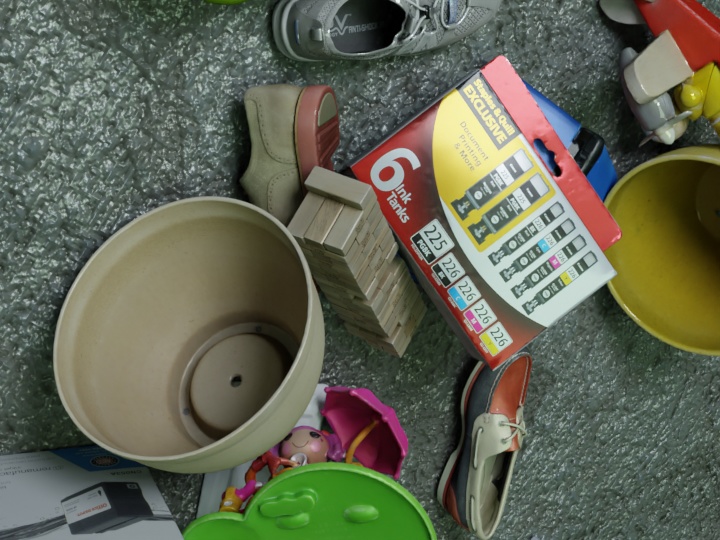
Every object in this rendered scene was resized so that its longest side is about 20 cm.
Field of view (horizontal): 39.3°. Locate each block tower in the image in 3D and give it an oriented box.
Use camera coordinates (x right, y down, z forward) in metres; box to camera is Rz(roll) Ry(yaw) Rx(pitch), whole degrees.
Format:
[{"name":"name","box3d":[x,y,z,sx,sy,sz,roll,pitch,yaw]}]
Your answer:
[{"name":"block tower","box3d":[0.000,0.000,0.813,0.058,0.053,0.201,-60,152,-20]}]

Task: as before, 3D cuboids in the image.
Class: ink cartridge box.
[{"name":"ink cartridge box","box3d":[0.112,-0.055,0.832,0.175,0.084,0.201,-37,97,-3]},{"name":"ink cartridge box","box3d":[-0.213,0.215,0.744,0.143,0.200,0.085,-1,110,-27]}]

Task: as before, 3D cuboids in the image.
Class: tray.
[{"name":"tray","box3d":[-0.091,0.198,0.910,0.106,0.022,0.203,5,106,-28]}]

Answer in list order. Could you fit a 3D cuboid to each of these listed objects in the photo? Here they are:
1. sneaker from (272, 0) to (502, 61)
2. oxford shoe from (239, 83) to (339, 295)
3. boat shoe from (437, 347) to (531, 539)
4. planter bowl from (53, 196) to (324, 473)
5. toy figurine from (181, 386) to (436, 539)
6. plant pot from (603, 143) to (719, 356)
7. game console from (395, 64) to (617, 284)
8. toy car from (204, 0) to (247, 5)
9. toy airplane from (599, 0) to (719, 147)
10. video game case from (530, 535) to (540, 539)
[{"name":"sneaker","box3d":[0.034,-0.195,0.791,0.198,0.082,0.076,-20,117,-20]},{"name":"oxford shoe","box3d":[-0.058,-0.059,0.816,0.074,0.071,0.202,10,121,14]},{"name":"boat shoe","box3d":[0.130,0.163,0.979,0.070,0.062,0.203,2,113,-35]},{"name":"planter bowl","box3d":[-0.111,0.065,0.765,0.200,0.200,0.135,-42,150,-7]},{"name":"toy figurine","box3d":[-0.033,0.172,0.823,0.197,0.185,0.152,-9,113,9]},{"name":"plant pot","box3d":[0.348,-0.041,0.972,0.142,0.198,0.203,-35,125,-42]},{"name":"game console","box3d":[0.128,-0.056,0.933,0.201,0.118,0.170,-55,154,1]},{"name":"toy car","box3d":[-0.082,-0.272,0.644,0.172,0.150,0.203,4,108,-13]},{"name":"toy airplane","box3d":[0.286,-0.181,0.892,0.197,0.201,0.142,13,131,-22]},{"name":"video game case","box3d":[0.176,0.406,1.036,0.200,0.181,0.045,-48,123,-3]}]
